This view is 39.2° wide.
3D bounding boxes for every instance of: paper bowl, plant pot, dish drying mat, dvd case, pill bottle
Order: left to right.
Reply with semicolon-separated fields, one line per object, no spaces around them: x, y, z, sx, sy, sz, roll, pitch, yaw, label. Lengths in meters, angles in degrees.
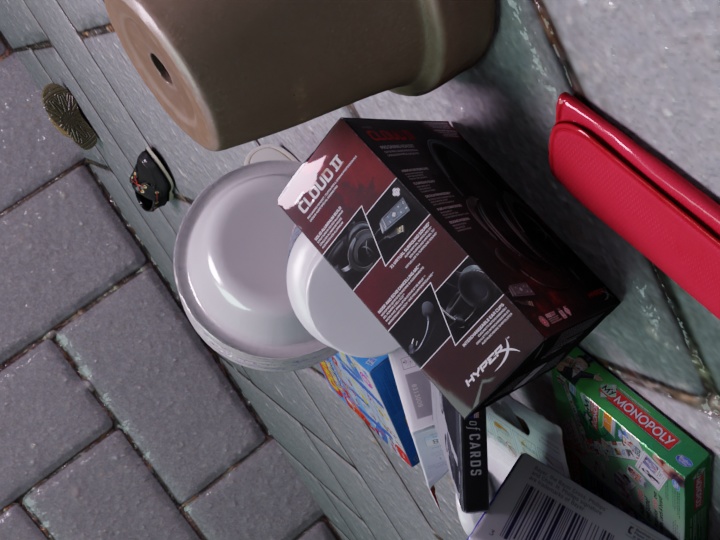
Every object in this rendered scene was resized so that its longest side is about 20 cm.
-0.079;-0.010;0.973;0.201;0.200;0.104;50;165;11;paper bowl
-0.048;-0.161;0.600;0.200;0.174;0.200;48;165;17;plant pot
0.000;0.000;0.809;0.120;0.119;0.200;56;-176;-11;pill bottle
0.075;0.083;0.814;0.200;0.025;0.151;-99;5;-78;dvd case
0.175;-0.015;0.545;0.200;0.018;0.077;45;164;28;dish drying mat

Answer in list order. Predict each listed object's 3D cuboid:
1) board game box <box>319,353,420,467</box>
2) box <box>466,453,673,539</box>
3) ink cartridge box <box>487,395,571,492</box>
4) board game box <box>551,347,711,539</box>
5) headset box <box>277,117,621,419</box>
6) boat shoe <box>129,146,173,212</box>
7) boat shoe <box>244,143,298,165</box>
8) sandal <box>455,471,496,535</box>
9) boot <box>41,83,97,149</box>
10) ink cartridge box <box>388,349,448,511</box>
0.005;0.127;1.305;0.196;0.056;0.200;38;158;45;board game box
0.157;0.277;0.797;0.183;0.105;0.201;30;133;14;box
0.164;0.179;0.883;0.162;0.050;0.201;30;141;60;ink cartridge box
0.214;0.162;0.800;0.135;0.029;0.200;43;162;39;board game box
0.054;-0.018;0.650;0.200;0.077;0.149;50;-153;17;headset box
-0.380;-0.160;1.830;0.074;0.063;0.201;54;164;8;boat shoe
-0.063;-0.046;1.082;0.200;0.075;0.062;55;172;20;boat shoe
0.118;0.212;1.009;0.203;0.050;0.083;7;-107;-70;sandal
-0.681;-0.357;2.295;0.200;0.066;0.176;33;154;56;boot
0.067;0.138;1.051;0.200;0.047;0.161;71;-178;-53;ink cartridge box
